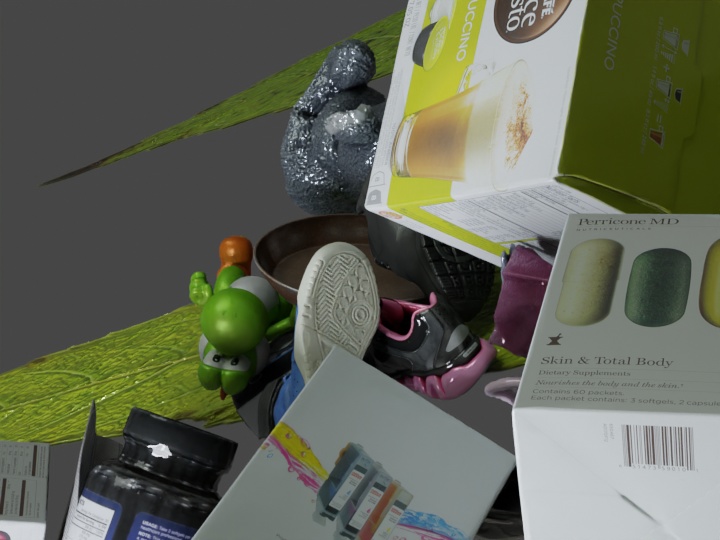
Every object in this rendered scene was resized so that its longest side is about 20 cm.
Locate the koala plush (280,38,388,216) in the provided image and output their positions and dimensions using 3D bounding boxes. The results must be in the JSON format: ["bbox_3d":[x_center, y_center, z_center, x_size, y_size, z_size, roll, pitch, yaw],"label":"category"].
[{"bbox_3d":[0.016,-0.126,1.778,0.184,0.177,0.200,-50,22,-5],"label":"koala plush"}]

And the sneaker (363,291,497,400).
[{"bbox_3d":[0.024,0.060,1.427,0.200,0.095,0.079,-14,31,50],"label":"sneaker"}]

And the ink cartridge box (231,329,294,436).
[{"bbox_3d":[-0.034,0.069,1.585,0.200,0.039,0.099,-35,19,-1],"label":"ink cartridge box"}]

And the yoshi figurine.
[{"bbox_3d":[-0.106,0.033,1.579,0.112,0.112,0.200,-22,25,20],"label":"yoshi figurine"}]

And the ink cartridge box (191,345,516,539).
[{"bbox_3d":[-0.020,0.182,1.070,0.200,0.145,0.145,-52,-9,-38],"label":"ink cartridge box"}]

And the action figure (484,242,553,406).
[{"bbox_3d":[0.174,0.055,1.175,0.200,0.134,0.149,26,97,41],"label":"action figure"}]

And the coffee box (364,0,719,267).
[{"bbox_3d":[0.156,-0.114,1.239,0.198,0.200,0.200,-7,67,50],"label":"coffee box"}]

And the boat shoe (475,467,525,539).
[{"bbox_3d":[0.115,0.148,1.127,0.067,0.057,0.200,-44,21,-21],"label":"boat shoe"}]

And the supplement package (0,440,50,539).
[{"bbox_3d":[-0.316,0.256,1.355,0.111,0.200,0.156,6,16,-11],"label":"supplement package"}]

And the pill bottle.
[{"bbox_3d":[-0.163,0.209,1.252,0.112,0.112,0.200,8,77,63],"label":"pill bottle"}]

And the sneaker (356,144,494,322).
[{"bbox_3d":[0.054,-0.022,1.500,0.091,0.076,0.200,-58,39,35],"label":"sneaker"}]

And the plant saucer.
[{"bbox_3d":[0.000,0.000,1.566,0.200,0.035,0.200,3,24,-1],"label":"plant saucer"}]

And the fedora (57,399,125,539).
[{"bbox_3d":[-0.200,0.213,1.374,0.177,0.090,0.200,-114,39,-76],"label":"fedora"}]

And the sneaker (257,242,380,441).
[{"bbox_3d":[-0.039,0.078,1.391,0.077,0.200,0.111,0,-2,-28],"label":"sneaker"}]

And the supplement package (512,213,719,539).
[{"bbox_3d":[0.181,0.081,0.964,0.152,0.151,0.200,1,32,16],"label":"supplement package"}]
